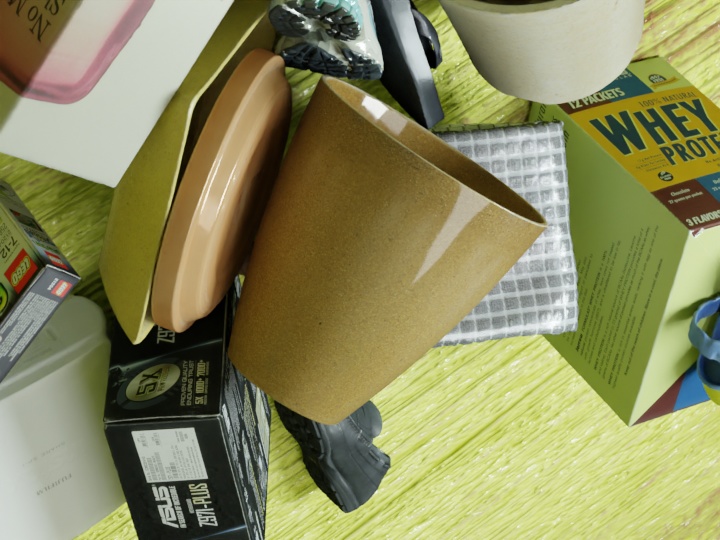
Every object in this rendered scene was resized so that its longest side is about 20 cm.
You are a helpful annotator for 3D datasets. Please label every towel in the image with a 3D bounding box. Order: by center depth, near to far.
[{"bbox_3d":[0.059,-0.024,1.812,0.199,0.086,0.167,-7,96,-12],"label":"towel"}]

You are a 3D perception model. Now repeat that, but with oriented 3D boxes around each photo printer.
[{"bbox_3d":[-0.243,0.130,1.796,0.166,0.069,0.201,-28,140,-17],"label":"photo printer"}]

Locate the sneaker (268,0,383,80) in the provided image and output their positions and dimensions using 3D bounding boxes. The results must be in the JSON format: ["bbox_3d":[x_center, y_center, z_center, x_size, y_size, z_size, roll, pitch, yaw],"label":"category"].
[{"bbox_3d":[-0.017,-0.187,1.661,0.200,0.077,0.087,93,6,-79],"label":"sneaker"}]

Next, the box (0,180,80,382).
[{"bbox_3d":[-0.281,0.045,1.650,0.200,0.110,0.035,-52,141,11],"label":"box"}]

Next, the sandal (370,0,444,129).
[{"bbox_3d":[0.032,-0.175,1.740,0.043,0.076,0.201,-32,141,-12],"label":"sandal"}]

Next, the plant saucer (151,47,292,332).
[{"bbox_3d":[-0.089,-0.052,1.660,0.200,0.032,0.201,21,90,-84],"label":"plant saucer"}]

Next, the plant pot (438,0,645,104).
[{"bbox_3d":[0.125,-0.216,1.710,0.200,0.201,0.184,-36,153,-8],"label":"plant pot"}]

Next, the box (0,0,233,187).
[{"bbox_3d":[-0.169,-0.175,1.524,0.109,0.128,0.200,17,114,-46],"label":"box"}]

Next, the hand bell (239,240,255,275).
[{"bbox_3d":[-0.012,-0.010,1.874,0.199,0.104,0.105,-1,128,-24],"label":"hand bell"}]

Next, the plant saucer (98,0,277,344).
[{"bbox_3d":[-0.120,-0.081,1.657,0.200,0.048,0.201,-61,169,-56],"label":"plant saucer"}]

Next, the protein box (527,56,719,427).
[{"bbox_3d":[0.228,-0.026,1.950,0.134,0.200,0.199,-15,135,-31],"label":"protein box"}]

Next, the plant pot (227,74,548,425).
[{"bbox_3d":[0.000,0.000,1.686,0.186,0.186,0.201,22,103,-49],"label":"plant pot"}]

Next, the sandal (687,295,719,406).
[{"bbox_3d":[0.320,0.017,1.848,0.200,0.080,0.087,-51,138,8],"label":"sandal"}]

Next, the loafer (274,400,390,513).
[{"bbox_3d":[-0.019,0.125,1.993,0.070,0.068,0.201,-42,148,-13],"label":"loafer"}]

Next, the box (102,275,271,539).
[{"bbox_3d":[-0.123,0.106,1.788,0.086,0.164,0.201,-4,139,6],"label":"box"}]
